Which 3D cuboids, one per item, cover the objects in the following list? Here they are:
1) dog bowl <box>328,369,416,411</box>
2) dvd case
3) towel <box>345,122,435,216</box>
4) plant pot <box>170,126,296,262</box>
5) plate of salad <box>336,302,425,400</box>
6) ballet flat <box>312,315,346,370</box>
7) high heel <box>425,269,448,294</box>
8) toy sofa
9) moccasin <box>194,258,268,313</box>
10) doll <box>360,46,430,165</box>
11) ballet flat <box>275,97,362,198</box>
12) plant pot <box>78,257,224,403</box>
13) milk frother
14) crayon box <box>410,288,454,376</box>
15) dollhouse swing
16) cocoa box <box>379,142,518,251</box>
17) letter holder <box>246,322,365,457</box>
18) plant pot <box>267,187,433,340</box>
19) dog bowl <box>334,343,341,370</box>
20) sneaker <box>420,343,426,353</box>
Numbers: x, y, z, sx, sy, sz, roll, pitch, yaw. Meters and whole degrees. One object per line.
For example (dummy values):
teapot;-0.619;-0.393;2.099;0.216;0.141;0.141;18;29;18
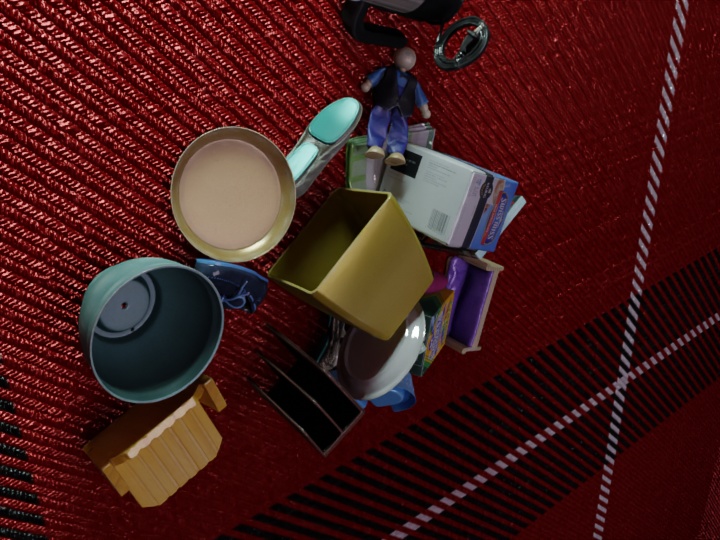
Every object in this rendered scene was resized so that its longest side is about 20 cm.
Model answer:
dog bowl;0.007;0.219;1.424;0.112;0.198;0.050;51;37;-47
dvd case;0.203;-0.091;1.468;0.146;0.199;0.022;-50;117;-14
towel;0.056;-0.180;1.406;0.199;0.031;0.151;-19;121;-36
plant pot;-0.192;-0.114;1.169;0.198;0.027;0.202;-3;96;-31
plate of salad;0.038;0.131;1.324;0.048;0.200;0.201;36;83;-34
ballet flat;-0.040;0.115;1.421;0.075;0.068;0.202;15;98;-11
high heel;0.107;-0.010;1.505;0.199;0.067;0.097;2;119;-40
toy sofa;0.222;0.069;1.645;0.097;0.083;0.202;1;109;-45
moccasin;-0.192;0.030;1.195;0.200;0.080;0.069;31;73;-66
doll;0.062;-0.283;1.323;0.135;0.048;0.202;13;80;-21
ballet flat;-0.069;-0.199;1.268;0.200;0.067;0.064;-50;162;-13
plant pot;-0.314;0.066;1.099;0.199;0.134;0.202;-21;123;-36
milk frother;0.087;-0.419;1.202;0.187;0.199;0.182;-2;115;-42
crayon box;0.138;0.111;1.541;0.200;0.051;0.127;-40;141;-64
dollhouse swing;-0.291;0.285;1.210;0.200;0.181;0.177;-39;111;-24
cocoa box;0.147;-0.131;1.356;0.130;0.199;0.135;7;107;-43
letter holder;-0.111;0.192;1.299;0.101;0.199;0.142;-46;131;-12
plant pot;0.000;0.000;1.282;0.176;0.200;0.201;44;77;-25
dog bowl;0.029;0.133;1.505;0.111;0.049;0.201;33;85;-46
sneaker;0.080;0.088;1.417;0.202;0.117;0.074;-64;-179;8
